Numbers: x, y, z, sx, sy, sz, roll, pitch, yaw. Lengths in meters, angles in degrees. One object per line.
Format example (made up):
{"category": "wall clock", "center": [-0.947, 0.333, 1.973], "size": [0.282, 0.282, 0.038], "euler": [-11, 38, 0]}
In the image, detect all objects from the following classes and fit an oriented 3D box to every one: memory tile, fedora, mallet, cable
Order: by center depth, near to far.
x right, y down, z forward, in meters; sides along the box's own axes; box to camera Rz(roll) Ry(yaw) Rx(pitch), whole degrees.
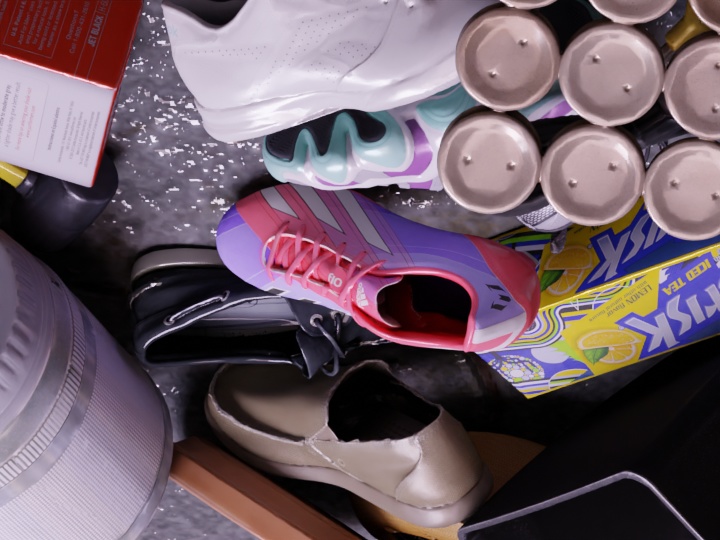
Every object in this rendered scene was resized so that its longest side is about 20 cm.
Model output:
{"category": "memory tile", "center": [0.142, -0.090, 1.376], "size": [0.198, 0.017, 0.154], "euler": [9, 109, 0]}
{"category": "cable", "center": [0.144, -0.086, 1.423], "size": [0.199, 0.051, 0.097], "euler": [-31, 143, 16]}
{"category": "mallet", "center": [-0.218, -0.079, 1.561], "size": [0.200, 0.041, 0.066], "euler": [34, 138, -24]}
{"category": "fedora", "center": [0.094, 0.148, 1.733], "size": [0.200, 0.082, 0.201], "euler": [23, 167, 5]}

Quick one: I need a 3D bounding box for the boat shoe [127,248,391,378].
{"category": "boat shoe", "center": [-0.035, 0.029, 1.637], "size": [0.198, 0.066, 0.075], "euler": [4, 143, 7]}

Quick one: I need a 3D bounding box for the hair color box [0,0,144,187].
{"category": "hair color box", "center": [-0.216, -0.116, 1.469], "size": [0.199, 0.062, 0.102], "euler": [16, 150, -5]}

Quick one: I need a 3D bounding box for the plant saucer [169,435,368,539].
{"category": "plant saucer", "center": [-0.035, 0.154, 1.750], "size": [0.200, 0.032, 0.200], "euler": [33, 177, 2]}

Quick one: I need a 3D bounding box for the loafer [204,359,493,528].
{"category": "loafer", "center": [-0.009, 0.081, 1.666], "size": [0.199, 0.076, 0.068], "euler": [17, 133, 35]}

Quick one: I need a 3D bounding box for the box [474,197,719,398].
{"category": "box", "center": [0.152, 0.000, 1.563], "size": [0.199, 0.065, 0.070], "euler": [-21, 134, 33]}

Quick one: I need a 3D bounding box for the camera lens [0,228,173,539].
{"category": "camera lens", "center": [-0.208, 0.079, 1.646], "size": [0.159, 0.161, 0.200], "euler": [-8, 148, 21]}

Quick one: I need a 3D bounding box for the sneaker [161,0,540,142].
{"category": "sneaker", "center": [-0.008, -0.127, 1.432], "size": [0.199, 0.075, 0.089], "euler": [-16, 117, 25]}

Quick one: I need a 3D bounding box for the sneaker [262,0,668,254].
{"category": "sneaker", "center": [0.060, -0.053, 1.500], "size": [0.199, 0.078, 0.140], "euler": [-13, 138, 27]}

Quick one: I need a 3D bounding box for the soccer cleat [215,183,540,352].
{"category": "soccer cleat", "center": [0.000, 0.000, 1.542], "size": [0.199, 0.076, 0.067], "euler": [15, 113, 28]}

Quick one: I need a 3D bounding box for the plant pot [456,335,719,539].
{"category": "plant pot", "center": [0.209, 0.133, 1.583], "size": [0.200, 0.178, 0.200], "euler": [46, 151, -9]}
